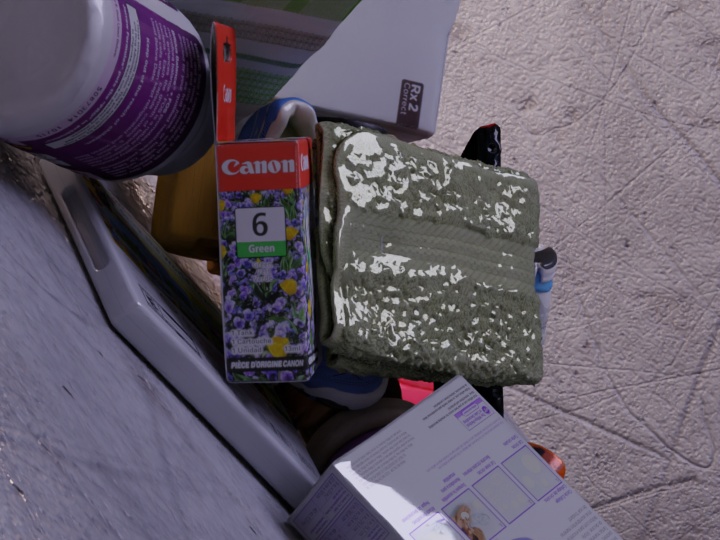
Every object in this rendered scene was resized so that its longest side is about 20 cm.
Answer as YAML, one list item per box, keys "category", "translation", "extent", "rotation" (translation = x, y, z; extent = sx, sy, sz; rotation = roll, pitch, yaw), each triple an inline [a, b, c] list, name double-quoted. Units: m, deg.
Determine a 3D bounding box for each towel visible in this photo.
- category: "towel"
  translation: [0.043, -0.004, 1.508]
  extent: [0.200, 0.036, 0.148]
  rotation: [12, 72, -48]
- category: "towel"
  translation: [-0.101, -0.142, 1.535]
  extent: [0.149, 0.200, 0.031]
  rotation: [7, 60, -31]

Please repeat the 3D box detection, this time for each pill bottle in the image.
- category: "pill bottle"
  translation: [-0.151, -0.110, 1.406]
  extent: [0.112, 0.112, 0.200]
  rotation: [54, 11, 20]

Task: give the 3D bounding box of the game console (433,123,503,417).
- category: "game console"
  translation: [0.075, 0.022, 1.670]
  extent: [0.177, 0.031, 0.200]
  rotation: [118, -27, -72]

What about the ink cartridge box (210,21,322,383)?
- category: "ink cartridge box"
  translation: [-0.052, -0.040, 1.444]
  extent: [0.109, 0.050, 0.200]
  rotation: [-52, 140, -85]

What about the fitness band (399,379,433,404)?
- category: "fitness band"
  translation: [0.005, 0.060, 1.837]
  extent: [0.144, 0.037, 0.200]
  rotation: [33, -11, -23]

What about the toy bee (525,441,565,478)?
- category: "toy bee"
  translation: [0.086, 0.192, 1.794]
  extent: [0.109, 0.200, 0.131]
  rotation: [25, 29, 26]

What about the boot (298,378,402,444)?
- category: "boot"
  translation: [-0.007, 0.090, 1.747]
  extent: [0.200, 0.074, 0.155]
  rotation: [62, 0, -24]

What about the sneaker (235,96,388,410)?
- category: "sneaker"
  translation: [-0.032, -0.011, 1.529]
  extent: [0.200, 0.076, 0.077]
  rotation: [68, -28, 14]

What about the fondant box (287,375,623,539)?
- category: "fondant box"
  translation: [0.076, 0.168, 1.432]
  extent: [0.200, 0.058, 0.144]
  rotation: [45, 37, 12]

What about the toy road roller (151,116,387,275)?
- category: "toy road roller"
  translation: [-0.077, -0.045, 1.721]
  extent: [0.146, 0.123, 0.200]
  rotation: [10, -8, -19]

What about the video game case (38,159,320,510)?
- category: "video game case"
  translation: [-0.101, 0.036, 1.468]
  extent: [0.200, 0.023, 0.182]
  rotation: [48, 6, -37]

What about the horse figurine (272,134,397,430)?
- category: "horse figurine"
  translation: [0.000, 0.000, 1.626]
  extent: [0.050, 0.200, 0.133]
  rotation: [-12, -69, 55]

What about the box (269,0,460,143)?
- category: "box"
  translation: [-0.046, -0.199, 1.779]
  extent: [0.200, 0.199, 0.131]
  rotation: [12, -10, -22]

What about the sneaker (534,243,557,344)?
- category: "sneaker"
  translation: [0.043, 0.024, 1.823]
  extent: [0.075, 0.200, 0.087]
  rotation: [-38, 130, -61]

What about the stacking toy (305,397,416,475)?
- category: "stacking toy"
  translation: [0.038, 0.171, 1.500]
  extent: [0.085, 0.085, 0.200]
  rotation: [48, 10, -50]
